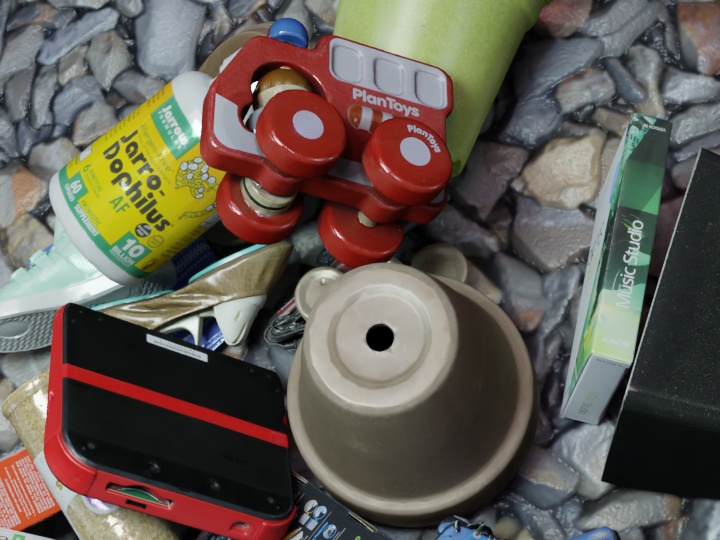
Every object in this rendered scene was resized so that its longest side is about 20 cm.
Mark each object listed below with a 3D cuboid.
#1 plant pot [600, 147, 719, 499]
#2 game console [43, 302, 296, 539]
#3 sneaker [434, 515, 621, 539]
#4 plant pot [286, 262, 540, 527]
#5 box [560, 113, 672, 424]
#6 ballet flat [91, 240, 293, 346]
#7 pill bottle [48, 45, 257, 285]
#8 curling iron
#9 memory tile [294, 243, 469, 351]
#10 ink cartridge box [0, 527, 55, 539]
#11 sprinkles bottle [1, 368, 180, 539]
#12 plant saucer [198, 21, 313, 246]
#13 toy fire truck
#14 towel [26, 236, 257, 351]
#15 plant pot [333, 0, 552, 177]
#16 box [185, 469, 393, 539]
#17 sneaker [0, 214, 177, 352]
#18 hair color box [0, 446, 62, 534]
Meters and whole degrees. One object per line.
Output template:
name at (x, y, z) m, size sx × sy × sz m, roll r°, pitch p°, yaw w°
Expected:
plant pot at (0.290, 0.063, 1.151) m, size 0.176 × 0.200 × 0.201 m, roll 18°, pitch 69°, yaw 10°
game console at (-0.142, 0.116, 1.208) m, size 0.031 × 0.199 × 0.178 m, roll -54°, pitch 28°, yaw 29°
sneaker at (0.096, 0.218, 1.187) m, size 0.198 × 0.079 × 0.090 m, roll -16°, pitch 63°, yaw 9°
plant pot at (0.030, 0.078, 1.194) m, size 0.198 × 0.175 × 0.202 m, roll -3°, pitch 70°, yaw 9°
box at (0.196, 0.001, 1.226) m, size 0.036 × 0.145 × 0.202 m, roll 11°, pitch 66°, yaw 3°
ballet flat at (-0.139, 0.039, 1.339) m, size 0.198 × 0.068 × 0.073 m, roll -21°, pitch 78°, yaw 3°
pill bottle at (-0.143, -0.088, 1.285) m, size 0.199 × 0.113 × 0.113 m, roll -36°, pitch 59°, yaw 11°
curling iron at (0.000, 0.000, 1.356) m, size 0.200 × 0.026 × 0.050 m, roll -42°, pitch 65°, yaw -6°
memory tile at (0.028, 0.081, 1.296) m, size 0.152 × 0.017 × 0.202 m, roll -12°, pitch 68°, yaw 6°
ink cartridge box at (-0.301, 0.254, 1.229) m, size 0.198 × 0.050 × 0.110 m, roll 14°, pitch 102°, yaw -8°
sprinkles bottle at (-0.194, 0.170, 1.203) m, size 0.068 × 0.068 × 0.201 m, roll -34°, pitch 79°, yaw -2°
plant saucer at (-0.105, -0.122, 1.385) m, size 0.199 × 0.029 × 0.202 m, roll -20°, pitch 63°, yaw 45°
toy fire truck at (-0.023, -0.108, 1.196) m, size 0.198 × 0.112 × 0.169 m, roll 14°, pitch 52°, yaw -18°
towel at (-0.195, 0.017, 1.407) m, size 0.144 × 0.024 × 0.200 m, roll -37°, pitch 60°, yaw -5°
plant pot at (0.049, -0.186, 1.355) m, size 0.199 × 0.200 × 0.186 m, roll 15°, pitch 81°, yaw 23°
box at (-0.074, 0.256, 1.198) m, size 0.200 × 0.050 × 0.198 m, roll -51°, pitch 38°, yaw -13°
sneaker at (-0.269, -0.007, 1.388) m, size 0.199 × 0.074 × 0.119 m, roll -19°, pitch 63°, yaw -7°
hair color box at (-0.244, 0.164, 1.296) m, size 0.199 × 0.102 × 0.062 m, roll -27°, pitch 86°, yaw 3°
